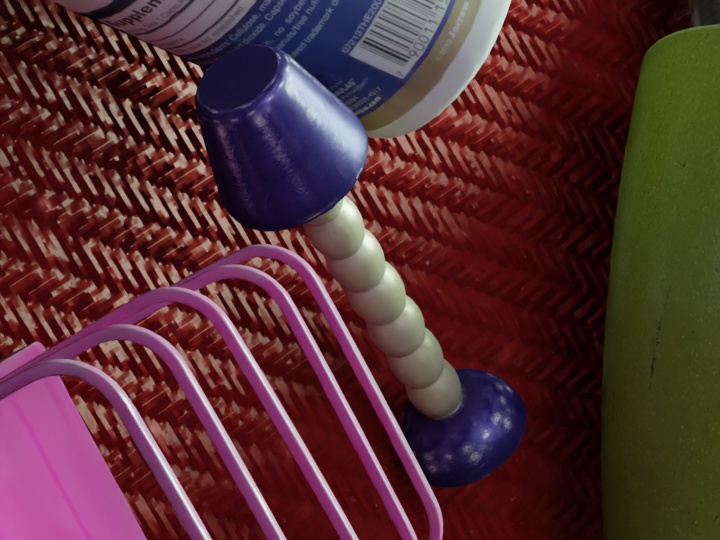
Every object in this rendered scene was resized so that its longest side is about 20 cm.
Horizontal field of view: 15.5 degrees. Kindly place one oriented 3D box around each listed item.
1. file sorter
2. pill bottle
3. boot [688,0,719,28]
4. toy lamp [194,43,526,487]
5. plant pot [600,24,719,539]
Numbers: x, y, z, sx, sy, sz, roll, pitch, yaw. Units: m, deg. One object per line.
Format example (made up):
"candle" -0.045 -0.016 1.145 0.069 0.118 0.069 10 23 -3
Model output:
"file sorter" -0.067 0.084 0.829 0.140 0.125 0.200 61 19 -3
"pill bottle" -0.051 -0.129 0.916 0.199 0.111 0.112 22 65 -31
"boot" 0.210 -0.133 1.173 0.187 0.068 0.201 20 48 -25
"toy lamp" 0.000 0.000 0.944 0.200 0.058 0.058 56 50 -39
"plant pot" 0.168 0.035 1.037 0.186 0.187 0.201 27 75 -24
